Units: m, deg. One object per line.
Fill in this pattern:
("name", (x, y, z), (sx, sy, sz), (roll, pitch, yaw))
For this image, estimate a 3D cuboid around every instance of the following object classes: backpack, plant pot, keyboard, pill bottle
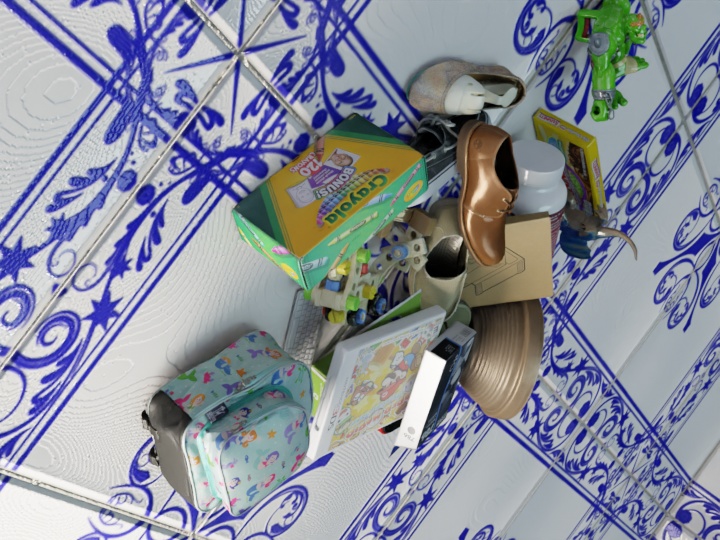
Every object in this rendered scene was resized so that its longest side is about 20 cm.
("backpack", (-0.142, 0.179, 1.443), (0.200, 0.150, 0.179), (-39, 144, -32))
("plant pot", (0.190, 0.116, 1.777), (0.092, 0.201, 0.203), (10, 117, -15))
("keyboard", (-0.081, 0.107, 1.573), (0.056, 0.011, 0.202), (-17, 132, -44))
("pill bottle", (0.234, -0.080, 1.719), (0.112, 0.113, 0.202), (-27, 139, -36))

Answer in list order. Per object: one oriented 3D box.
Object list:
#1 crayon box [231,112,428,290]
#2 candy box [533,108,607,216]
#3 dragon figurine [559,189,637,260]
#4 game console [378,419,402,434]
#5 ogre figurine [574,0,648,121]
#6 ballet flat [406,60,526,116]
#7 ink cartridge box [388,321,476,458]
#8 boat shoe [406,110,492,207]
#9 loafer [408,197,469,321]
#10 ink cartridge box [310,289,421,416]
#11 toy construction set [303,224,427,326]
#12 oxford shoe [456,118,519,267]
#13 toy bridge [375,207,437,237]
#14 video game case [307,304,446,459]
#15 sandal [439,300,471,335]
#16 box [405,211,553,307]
("crayon box", (-0.032, -0.082, 1.363), (0.200, 0.118, 0.059), (-40, 145, -22))
("candy box", (0.312, -0.150, 1.767), (0.026, 0.102, 0.201), (-44, 146, -13))
("dragon figurine", (0.331, -0.058, 1.792), (0.059, 0.199, 0.100), (-55, 158, -24))
("game console", (0.092, 0.147, 1.826), (0.176, 0.031, 0.202), (-24, 137, -45))
("ogre figurine", (0.350, -0.309, 1.673), (0.200, 0.098, 0.121), (-45, 138, -29))
("ballet flat", (0.143, -0.228, 1.508), (0.199, 0.067, 0.069), (-17, 132, -44))
("ink cartridge box", (0.100, 0.176, 1.672), (0.099, 0.039, 0.202), (-38, 151, -51))
("boat shoe", (0.098, -0.162, 1.506), (0.199, 0.073, 0.069), (-41, 130, -31))
("loafer", (0.105, -0.001, 1.598), (0.075, 0.069, 0.202), (4, 128, -2))
("ink cartridge box", (0.007, 0.112, 1.628), (0.147, 0.076, 0.201), (-32, 143, -31))
("toy construction set", (0.000, 0.000, 1.518), (0.199, 0.091, 0.133), (-12, 112, -49))
("oxford shoe", (0.166, -0.087, 1.503), (0.071, 0.071, 0.202), (-37, 131, -37))
("toy bridge", (0.010, -0.066, 1.481), (0.199, 0.067, 0.027), (-5, 124, -49))
("video game case", (0.021, 0.147, 1.585), (0.199, 0.023, 0.183), (-19, 136, -45))
("sandal", (0.119, 0.126, 1.737), (0.079, 0.057, 0.203), (-4, 127, -25))
("box", (0.168, -0.008, 1.671), (0.198, 0.021, 0.164), (-8, 139, 4))
